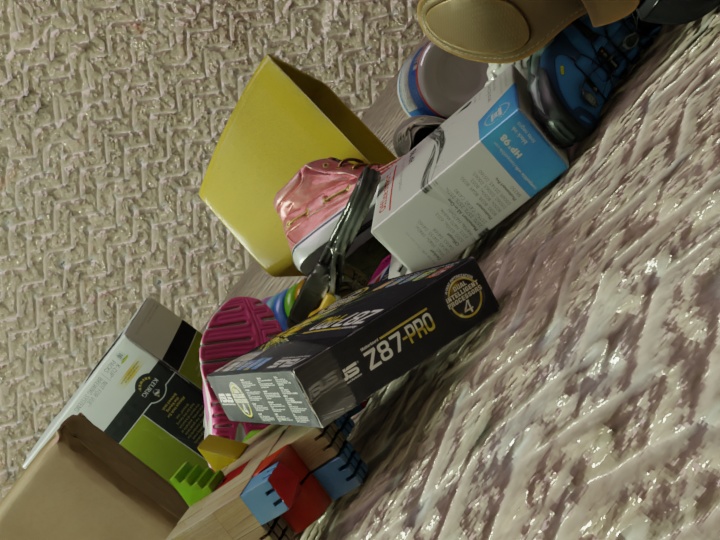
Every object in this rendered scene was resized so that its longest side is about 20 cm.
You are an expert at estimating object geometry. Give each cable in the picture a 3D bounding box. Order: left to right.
[{"bbox_3d":[-0.018,-0.001,0.923,0.201,0.050,0.097,-62,0,15],"label":"cable"}]

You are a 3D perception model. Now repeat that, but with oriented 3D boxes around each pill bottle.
[{"bbox_3d":[0.110,-0.247,1.317,0.113,0.112,0.200,-52,9,-2],"label":"pill bottle"}]

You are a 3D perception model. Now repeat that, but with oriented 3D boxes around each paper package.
[{"bbox_3d":[-0.278,0.282,0.992,0.201,0.190,0.103,-51,7,3],"label":"paper package"}]

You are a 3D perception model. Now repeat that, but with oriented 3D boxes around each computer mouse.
[{"bbox_3d":[0.274,-0.248,0.710,0.200,0.046,0.141,-50,-2,-45],"label":"computer mouse"}]

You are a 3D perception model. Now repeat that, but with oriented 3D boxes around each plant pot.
[{"bbox_3d":[-0.066,-0.102,1.159,0.176,0.200,0.200,-46,-12,13],"label":"plant pot"}]

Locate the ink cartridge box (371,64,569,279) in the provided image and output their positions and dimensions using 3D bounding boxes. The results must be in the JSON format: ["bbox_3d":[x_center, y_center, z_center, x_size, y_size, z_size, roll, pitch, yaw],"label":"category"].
[{"bbox_3d":[0.075,-0.071,0.847,0.199,0.067,0.116,-39,19,23],"label":"ink cartridge box"}]

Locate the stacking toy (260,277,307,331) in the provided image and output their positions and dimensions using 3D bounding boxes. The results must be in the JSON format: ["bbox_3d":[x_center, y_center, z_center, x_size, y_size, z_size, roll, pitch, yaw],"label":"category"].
[{"bbox_3d":[-0.063,0.044,1.199,0.200,0.085,0.086,-36,18,47],"label":"stacking toy"}]

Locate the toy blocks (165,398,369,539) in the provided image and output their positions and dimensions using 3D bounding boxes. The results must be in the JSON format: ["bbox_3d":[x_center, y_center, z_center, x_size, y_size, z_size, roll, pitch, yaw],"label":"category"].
[{"bbox_3d":[-0.053,0.150,0.729,0.136,0.100,0.200,-34,6,22],"label":"toy blocks"}]

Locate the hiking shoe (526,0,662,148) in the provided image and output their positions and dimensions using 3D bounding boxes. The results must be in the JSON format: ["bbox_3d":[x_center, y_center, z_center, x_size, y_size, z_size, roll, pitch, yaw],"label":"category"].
[{"bbox_3d":[0.194,-0.187,0.794,0.086,0.074,0.201,-20,39,51],"label":"hiking shoe"}]

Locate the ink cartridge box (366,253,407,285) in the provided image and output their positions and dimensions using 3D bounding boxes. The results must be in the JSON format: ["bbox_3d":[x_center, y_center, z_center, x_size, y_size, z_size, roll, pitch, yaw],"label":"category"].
[{"bbox_3d":[0.028,0.025,0.942,0.201,0.037,0.095,-55,10,-29],"label":"ink cartridge box"}]

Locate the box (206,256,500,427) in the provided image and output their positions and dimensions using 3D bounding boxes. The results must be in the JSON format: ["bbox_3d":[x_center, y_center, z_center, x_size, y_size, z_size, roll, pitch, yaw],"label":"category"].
[{"bbox_3d":[-0.012,0.057,0.743,0.160,0.049,0.200,-32,7,-24],"label":"box"}]

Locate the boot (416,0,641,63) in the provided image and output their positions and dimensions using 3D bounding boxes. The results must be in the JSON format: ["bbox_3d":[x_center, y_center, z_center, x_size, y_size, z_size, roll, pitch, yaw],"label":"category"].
[{"bbox_3d":[0.154,-0.244,0.796,0.198,0.074,0.156,0,45,34],"label":"boot"}]

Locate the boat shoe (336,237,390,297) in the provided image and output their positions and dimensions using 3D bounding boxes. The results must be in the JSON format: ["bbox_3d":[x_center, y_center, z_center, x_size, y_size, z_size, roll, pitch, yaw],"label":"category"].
[{"bbox_3d":[0.002,0.001,1.047,0.063,0.073,0.201,-50,1,39],"label":"boat shoe"}]

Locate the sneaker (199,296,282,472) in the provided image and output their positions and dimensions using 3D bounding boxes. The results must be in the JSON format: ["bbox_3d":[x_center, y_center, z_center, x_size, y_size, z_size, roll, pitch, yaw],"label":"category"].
[{"bbox_3d":[-0.115,0.126,0.931,0.088,0.080,0.203,128,144,-70],"label":"sneaker"}]

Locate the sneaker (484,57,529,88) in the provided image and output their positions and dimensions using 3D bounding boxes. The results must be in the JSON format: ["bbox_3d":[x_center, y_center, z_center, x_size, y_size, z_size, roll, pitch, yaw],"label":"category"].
[{"bbox_3d":[0.137,-0.167,0.914,0.201,0.099,0.075,-52,11,11],"label":"sneaker"}]

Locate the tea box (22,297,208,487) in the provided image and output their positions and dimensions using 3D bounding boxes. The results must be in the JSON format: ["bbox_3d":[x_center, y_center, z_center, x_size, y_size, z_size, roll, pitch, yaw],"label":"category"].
[{"bbox_3d":[-0.231,0.179,1.131,0.200,0.196,0.134,-49,10,13],"label":"tea box"}]

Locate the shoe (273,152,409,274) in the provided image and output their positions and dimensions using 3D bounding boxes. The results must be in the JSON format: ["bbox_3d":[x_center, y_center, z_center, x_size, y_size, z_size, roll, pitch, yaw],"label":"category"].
[{"bbox_3d":[0.002,-0.086,0.989,0.199,0.092,0.071,-34,-27,16],"label":"shoe"}]

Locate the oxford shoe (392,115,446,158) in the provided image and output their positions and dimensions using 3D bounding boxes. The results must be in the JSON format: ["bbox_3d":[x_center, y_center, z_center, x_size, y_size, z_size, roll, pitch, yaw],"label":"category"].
[{"bbox_3d":[0.074,-0.158,1.194,0.075,0.058,0.200,-44,23,8],"label":"oxford shoe"}]
